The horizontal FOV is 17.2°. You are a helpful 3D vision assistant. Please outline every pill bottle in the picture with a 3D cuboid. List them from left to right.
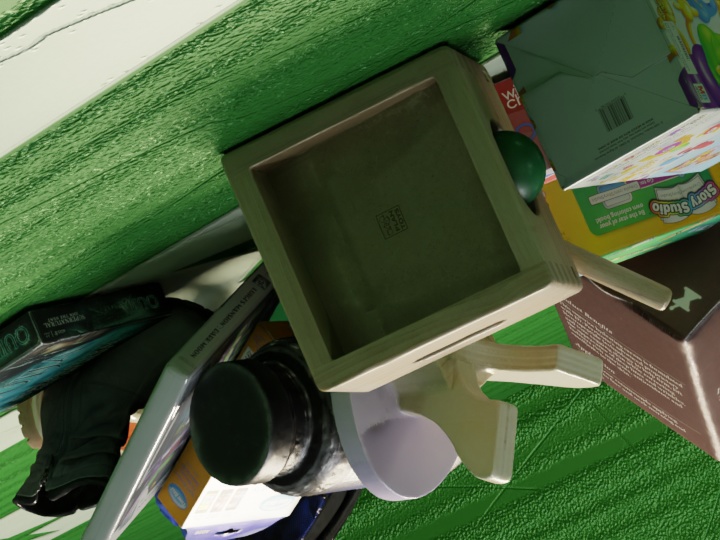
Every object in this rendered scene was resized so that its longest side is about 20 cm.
[{"bbox_3d":[-0.019,0.100,1.672,0.200,0.112,0.112,-3,159,-44],"label":"pill bottle"}]

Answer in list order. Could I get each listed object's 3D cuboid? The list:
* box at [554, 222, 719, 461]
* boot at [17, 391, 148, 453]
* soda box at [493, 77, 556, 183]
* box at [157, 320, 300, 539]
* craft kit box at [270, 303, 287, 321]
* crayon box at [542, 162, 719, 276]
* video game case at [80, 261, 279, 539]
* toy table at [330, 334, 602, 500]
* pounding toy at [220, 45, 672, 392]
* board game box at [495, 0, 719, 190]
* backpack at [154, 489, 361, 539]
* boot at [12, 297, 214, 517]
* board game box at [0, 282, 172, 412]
[{"bbox_3d":[0.262,0.009,1.877,0.164,0.166,0.200,-45,147,-13],"label":"box"},{"bbox_3d":[-0.181,0.110,1.961,0.107,0.075,0.200,-20,173,27],"label":"boot"},{"bbox_3d":[0.072,-0.075,1.560,0.199,0.070,0.063,-23,172,-2],"label":"soda box"},{"bbox_3d":[-0.070,0.122,1.787,0.119,0.042,0.200,0,132,-47],"label":"box"},{"bbox_3d":[-0.063,0.051,2.064,0.199,0.049,0.198,-20,168,-20],"label":"craft kit box"},{"bbox_3d":[0.165,-0.063,1.718,0.199,0.119,0.058,-18,170,-29],"label":"crayon box"},{"bbox_3d":[-0.123,0.094,1.730,0.182,0.023,0.200,-49,170,-52],"label":"video game case"},{"bbox_3d":[0.062,0.051,1.602,0.183,0.201,0.117,5,169,-44],"label":"toy table"},{"bbox_3d":[0.056,-0.024,1.452,0.199,0.185,0.142,-26,171,13],"label":"pounding toy"},{"bbox_3d":[0.189,-0.123,1.470,0.105,0.103,0.200,-30,169,31],"label":"board game box"},{"bbox_3d":[-0.075,0.166,2.066,0.200,0.168,0.163,-54,-179,-10],"label":"backpack"},{"bbox_3d":[-0.179,0.109,1.774,0.070,0.132,0.200,28,140,-26],"label":"boot"},{"bbox_3d":[-0.249,0.069,1.725,0.200,0.028,0.135,-30,170,38],"label":"board game box"}]
